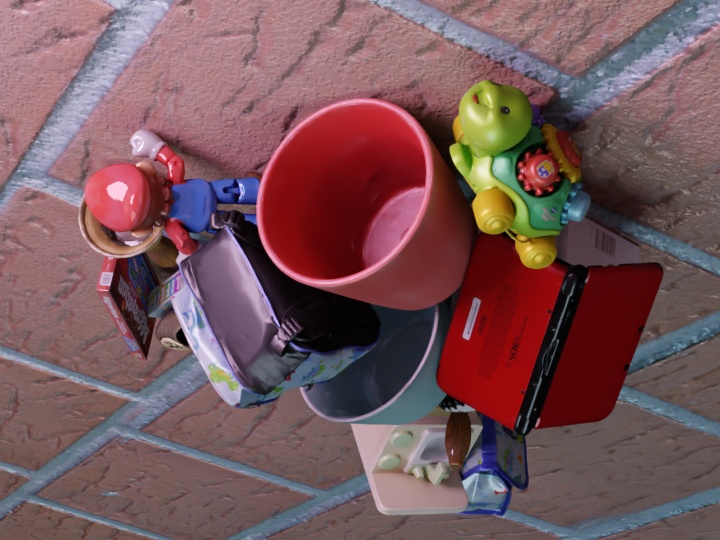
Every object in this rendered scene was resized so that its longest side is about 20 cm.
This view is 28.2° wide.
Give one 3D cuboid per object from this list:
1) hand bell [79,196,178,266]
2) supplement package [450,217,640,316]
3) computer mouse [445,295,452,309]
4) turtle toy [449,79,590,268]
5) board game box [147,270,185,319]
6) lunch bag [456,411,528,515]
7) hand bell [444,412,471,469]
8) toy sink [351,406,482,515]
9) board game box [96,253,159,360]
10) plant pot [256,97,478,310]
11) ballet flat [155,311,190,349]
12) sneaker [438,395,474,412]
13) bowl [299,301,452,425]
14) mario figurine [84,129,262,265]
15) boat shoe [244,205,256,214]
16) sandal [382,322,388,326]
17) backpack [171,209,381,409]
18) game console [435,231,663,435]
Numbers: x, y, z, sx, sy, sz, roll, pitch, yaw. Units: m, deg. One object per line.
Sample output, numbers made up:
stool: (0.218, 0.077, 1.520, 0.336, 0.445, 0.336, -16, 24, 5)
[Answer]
hand bell: (-0.249, -0.038, 1.684, 0.103, 0.105, 0.200, 5, 165, 10)
supplement package: (0.204, 0.030, 1.622, 0.113, 0.110, 0.199, 25, 149, -29)
computer mouse: (0.039, 0.070, 1.775, 0.199, 0.059, 0.034, -22, 129, 13)
turtle toy: (0.151, -0.105, 1.368, 0.101, 0.147, 0.200, -31, 137, 23)
board game box: (-0.152, 0.043, 1.825, 0.199, 0.035, 0.134, 13, 155, -28)
lunch bag: (0.161, 0.223, 1.945, 0.126, 0.171, 0.200, 0, 153, -1)
hand bell: (0.127, 0.153, 1.779, 0.103, 0.201, 0.104, 4, 148, 3)
toy sink: (0.072, 0.197, 1.839, 0.129, 0.201, 0.112, 2, 136, -22)
board game box: (-0.286, 0.025, 1.792, 0.019, 0.104, 0.200, 6, 154, 9)
plant pot: (0.022, -0.052, 1.460, 0.199, 0.202, 0.177, -6, 160, 29)
ballet flat: (-0.182, 0.070, 1.762, 0.199, 0.047, 0.067, -18, 152, 39)
sneaker: (0.167, 0.130, 1.632, 0.090, 0.067, 0.200, 26, 147, -25)
bowl: (0.035, 0.093, 1.616, 0.200, 0.202, 0.105, -12, 148, 37)
mario figurine: (-0.202, -0.075, 1.549, 0.198, 0.124, 0.106, 6, 140, -27)
boat shoe: (-0.037, -0.039, 1.620, 0.198, 0.067, 0.074, 4, 153, 10)
sandal: (0.000, 0.000, 1.693, 0.199, 0.080, 0.087, 25, 121, -20)
backpack: (-0.090, 0.045, 1.513, 0.147, 0.184, 0.199, -41, 160, 26)
game console: (0.195, 0.059, 1.505, 0.171, 0.118, 0.201, 27, 120, 22)
